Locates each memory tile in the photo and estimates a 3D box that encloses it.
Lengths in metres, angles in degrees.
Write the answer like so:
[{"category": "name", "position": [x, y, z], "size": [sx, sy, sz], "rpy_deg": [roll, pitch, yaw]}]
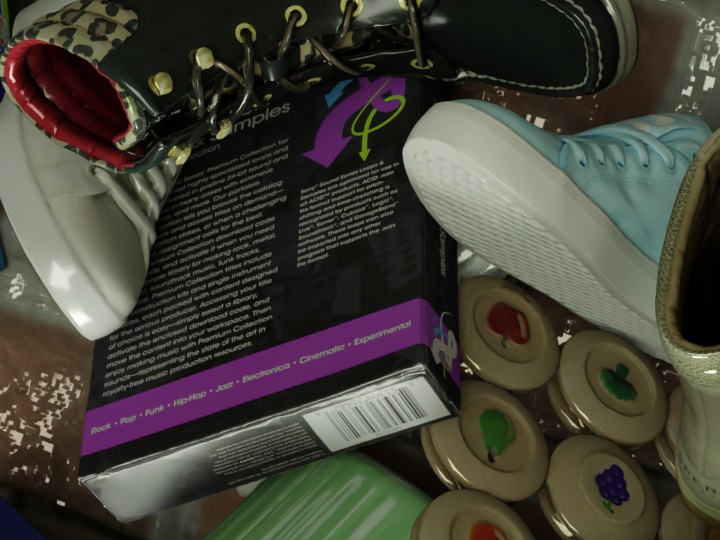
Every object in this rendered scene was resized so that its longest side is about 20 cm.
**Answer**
[{"category": "memory tile", "position": [0.110, 0.092, 0.878], "size": [0.200, 0.154, 0.017], "rpy_deg": [26, 136, -17]}]

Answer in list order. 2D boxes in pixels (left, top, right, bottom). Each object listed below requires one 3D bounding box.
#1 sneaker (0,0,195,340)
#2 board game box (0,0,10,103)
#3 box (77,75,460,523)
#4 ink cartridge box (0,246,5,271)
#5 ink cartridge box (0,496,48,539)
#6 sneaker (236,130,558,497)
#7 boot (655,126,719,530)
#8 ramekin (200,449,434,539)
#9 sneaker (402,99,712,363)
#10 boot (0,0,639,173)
[{"category": "sneaker", "position": [-0.093, -0.060, 0.932], "size": [0.084, 0.200, 0.073], "rpy_deg": [-25, 130, 14]}, {"category": "board game box", "position": [-0.192, -0.135, 0.941], "size": [0.045, 0.134, 0.201], "rpy_deg": [-12, 74, 18]}, {"category": "box", "position": [-0.032, -0.007, 0.920], "size": [0.143, 0.200, 0.036], "rpy_deg": [-19, 133, 20]}, {"category": "ink cartridge box", "position": [-0.223, -0.084, 0.997], "size": [0.068, 0.115, 0.201], "rpy_deg": [-13, 92, 17]}, {"category": "ink cartridge box", "position": [-0.122, 0.158, 0.973], "size": [0.198, 0.047, 0.200], "rpy_deg": [42, 147, 9]}, {"category": "sneaker", "position": [0.000, 0.000, 0.964], "size": [0.200, 0.078, 0.099], "rpy_deg": [-41, 78, 14]}, {"category": "boot", "position": [0.166, -0.019, 0.839], "size": [0.072, 0.155, 0.200], "rpy_deg": [24, 69, 25]}, {"category": "ramekin", "position": [0.016, 0.157, 0.913], "size": [0.200, 0.200, 0.098], "rpy_deg": [41, 77, 8]}, {"category": "sneaker", "position": [0.090, -0.031, 0.888], "size": [0.074, 0.200, 0.082], "rpy_deg": [12, 76, 40]}, {"category": "boot", "position": [-0.017, -0.080, 0.874], "size": [0.203, 0.154, 0.074], "rpy_deg": [23, 137, 33]}]
